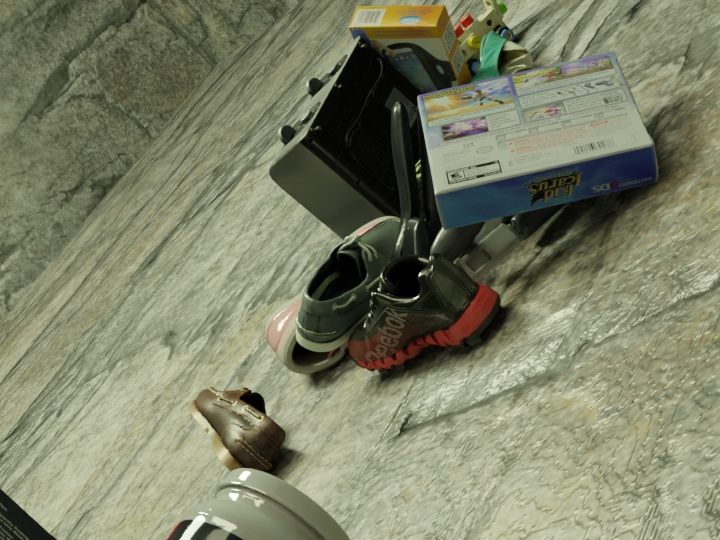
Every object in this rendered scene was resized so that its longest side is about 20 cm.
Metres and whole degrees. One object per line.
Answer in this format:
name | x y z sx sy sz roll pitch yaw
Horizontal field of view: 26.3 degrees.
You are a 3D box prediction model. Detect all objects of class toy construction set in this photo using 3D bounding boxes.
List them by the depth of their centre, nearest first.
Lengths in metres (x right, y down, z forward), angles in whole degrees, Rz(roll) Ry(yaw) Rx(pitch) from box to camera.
toy construction set | 0.134 -0.324 2.065 0.200 0.131 0.092 -44 16 -1

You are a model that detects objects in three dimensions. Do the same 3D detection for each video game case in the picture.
video game case | 0.159 -0.123 1.430 0.198 0.046 0.182 -12 35 5

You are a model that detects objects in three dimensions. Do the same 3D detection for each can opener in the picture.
can opener | 0.148 -0.064 1.447 0.200 0.053 0.067 -41 -26 -8
can opener | 0.062 -0.070 1.533 0.078 0.063 0.203 -17 73 62

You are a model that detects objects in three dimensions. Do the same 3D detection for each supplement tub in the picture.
supplement tub | -0.104 0.261 1.132 0.140 0.140 0.201 -19 29 56

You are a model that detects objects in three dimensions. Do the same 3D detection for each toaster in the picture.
toaster | 0.009 -0.147 1.848 0.118 0.199 0.182 -27 30 52

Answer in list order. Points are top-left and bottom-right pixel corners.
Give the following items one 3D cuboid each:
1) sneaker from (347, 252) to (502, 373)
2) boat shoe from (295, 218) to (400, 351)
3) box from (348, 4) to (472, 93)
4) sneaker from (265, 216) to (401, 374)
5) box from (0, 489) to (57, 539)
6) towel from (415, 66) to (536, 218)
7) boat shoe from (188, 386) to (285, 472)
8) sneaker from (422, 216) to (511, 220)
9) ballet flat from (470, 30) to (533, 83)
sneaker | 0.040 0.035 1.437 0.200 0.098 0.071 -25 26 53
boat shoe | 0.000 0.000 1.546 0.072 0.062 0.200 20 45 24
box | 0.072 -0.239 1.885 0.118 0.201 0.042 4 52 26
sneaker | -0.014 0.034 1.629 0.200 0.075 0.105 -41 22 5
box | -0.458 0.330 1.731 0.117 0.197 0.200 -39 16 16
towel | 0.119 -0.124 1.657 0.200 0.036 0.149 -44 -15 -9
boat shoe | -0.122 0.157 1.581 0.071 0.070 0.200 -51 24 -2
sneaker | 0.116 -0.083 1.567 0.199 0.091 0.076 -30 21 44
ballet flat | 0.178 -0.241 1.896 0.070 0.068 0.201 -9 29 20
